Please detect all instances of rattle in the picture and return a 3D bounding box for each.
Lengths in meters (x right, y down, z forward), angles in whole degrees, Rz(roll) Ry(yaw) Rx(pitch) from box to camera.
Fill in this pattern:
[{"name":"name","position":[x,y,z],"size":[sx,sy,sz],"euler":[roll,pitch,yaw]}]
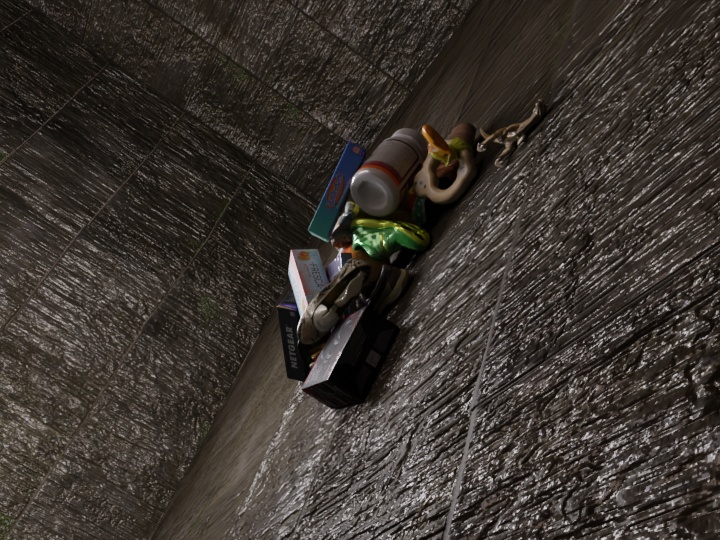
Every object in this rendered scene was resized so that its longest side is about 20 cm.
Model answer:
[{"name":"rattle","position":[0.118,-0.178,1.431],"size":[0.199,0.132,0.142],"euler":[-31,-15,38]}]

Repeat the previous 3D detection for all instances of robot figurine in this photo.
[{"name":"robot figurine","position":[0.000,-0.002,1.626],"size":[0.142,0.118,0.200],"euler":[-19,-4,-18]}]

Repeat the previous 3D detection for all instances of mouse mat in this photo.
[{"name":"mouse mat","position":[-0.087,0.135,1.689],"size":[0.162,0.007,0.202],"euler":[74,-149,-48]}]

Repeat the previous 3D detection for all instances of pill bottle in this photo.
[{"name":"pill bottle","position":[0.066,-0.209,1.540],"size":[0.110,0.109,0.201],"euler":[-48,5,46]}]

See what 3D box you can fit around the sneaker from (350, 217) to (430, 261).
[{"name":"sneaker","position":[0.061,-0.058,1.489],"size":[0.198,0.073,0.085],"euler":[12,101,43]}]

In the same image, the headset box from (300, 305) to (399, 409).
[{"name":"headset box","position":[-0.025,0.162,1.333],"size":[0.150,0.077,0.200],"euler":[-61,11,-21]}]

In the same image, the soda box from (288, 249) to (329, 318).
[{"name":"soda box","position":[-0.104,0.038,1.563],"size":[0.201,0.063,0.069],"euler":[-111,26,-50]}]

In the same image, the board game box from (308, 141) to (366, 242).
[{"name":"board game box","position":[-0.048,-0.163,1.572],"size":[0.152,0.044,0.202],"euler":[150,144,-89]}]

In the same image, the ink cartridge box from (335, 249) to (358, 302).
[{"name":"ink cartridge box","position":[-0.007,-0.023,1.799],"size":[0.039,0.099,0.201],"euler":[-49,11,45]}]

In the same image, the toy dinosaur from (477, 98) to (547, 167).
[{"name":"toy dinosaur","position":[0.252,-0.228,1.271],"size":[0.101,0.058,0.199],"euler":[-45,12,-21]}]

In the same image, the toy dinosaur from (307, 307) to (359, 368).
[{"name":"toy dinosaur","position":[-0.052,0.163,1.615],"size":[0.106,0.060,0.201],"euler":[-32,16,44]}]

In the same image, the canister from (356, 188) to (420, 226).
[{"name":"canister","position":[0.072,-0.146,1.637],"size":[0.201,0.146,0.088],"euler":[-75,-3,-57]}]

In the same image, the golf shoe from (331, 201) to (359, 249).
[{"name":"golf shoe","position":[-0.024,-0.104,1.650],"size":[0.077,0.099,0.200],"euler":[-22,-2,19]}]

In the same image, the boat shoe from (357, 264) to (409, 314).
[{"name":"boat shoe","position":[0.027,0.051,1.463],"size":[0.200,0.064,0.074],"euler":[-51,12,42]}]

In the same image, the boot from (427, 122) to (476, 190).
[{"name":"boot","position":[0.172,-0.210,1.585],"size":[0.199,0.076,0.157],"euler":[-31,32,56]}]

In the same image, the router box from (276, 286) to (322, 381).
[{"name":"router box","position":[-0.122,0.124,1.677],"size":[0.158,0.051,0.203],"euler":[-55,-32,-50]}]

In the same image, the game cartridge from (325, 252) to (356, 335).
[{"name":"game cartridge","position":[-0.040,0.076,1.515],"size":[0.130,0.038,0.203],"euler":[131,136,-70]}]

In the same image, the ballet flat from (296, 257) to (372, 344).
[{"name":"ballet flat","position":[-0.046,0.058,1.409],"size":[0.201,0.068,0.075],"euler":[-51,22,-13]}]

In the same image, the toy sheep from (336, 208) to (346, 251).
[{"name":"toy sheep","position":[-0.020,-0.099,2.020],"size":[0.139,0.137,0.199],"euler":[-60,18,-16]}]
